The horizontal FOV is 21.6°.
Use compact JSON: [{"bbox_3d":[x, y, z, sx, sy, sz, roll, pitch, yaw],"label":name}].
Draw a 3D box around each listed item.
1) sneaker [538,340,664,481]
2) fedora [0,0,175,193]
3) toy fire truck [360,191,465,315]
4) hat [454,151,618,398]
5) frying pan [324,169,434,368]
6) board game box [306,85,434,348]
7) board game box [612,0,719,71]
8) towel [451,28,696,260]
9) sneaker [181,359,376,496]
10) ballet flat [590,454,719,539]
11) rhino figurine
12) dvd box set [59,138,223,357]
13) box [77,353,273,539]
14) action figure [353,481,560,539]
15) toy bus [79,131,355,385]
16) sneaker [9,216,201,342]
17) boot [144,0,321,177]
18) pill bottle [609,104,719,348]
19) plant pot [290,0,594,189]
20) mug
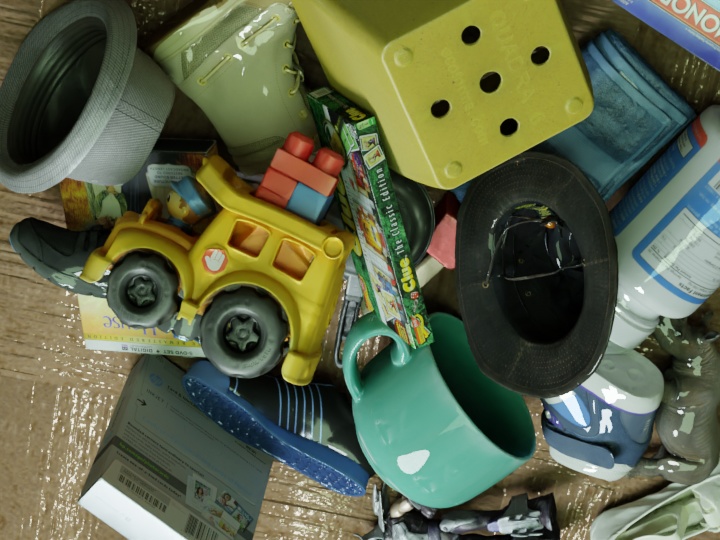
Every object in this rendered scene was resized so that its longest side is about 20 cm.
[{"bbox_3d":[0.168,0.106,1.667,0.199,0.080,0.147,34,135,19],"label":"sneaker"},{"bbox_3d":[-0.218,-0.132,1.543,0.090,0.199,0.178,27,75,-32],"label":"fedora"},{"bbox_3d":[-0.005,0.001,1.656,0.140,0.049,0.201,28,115,-10],"label":"toy fire truck"},{"bbox_3d":[0.163,0.002,1.557,0.080,0.201,0.202,-2,127,-44],"label":"hat"},{"bbox_3d":[-0.014,-0.010,1.609,0.114,0.031,0.191,31,111,-10],"label":"frying pan"},{"bbox_3d":[0.008,-0.043,1.518,0.023,0.105,0.202,-22,115,-13],"label":"board game box"},{"bbox_3d":[0.274,-0.254,1.522,0.199,0.029,0.135,30,114,-11],"label":"board game box"},{"bbox_3d":[0.176,-0.102,1.593,0.111,0.049,0.200,40,113,-14],"label":"towel"},{"bbox_3d":[-0.065,0.125,1.708,0.199,0.078,0.070,33,151,-12],"label":"sneaker"},{"bbox_3d":[0.304,0.224,1.739,0.199,0.070,0.070,-28,112,16],"label":"ballet flat"},{"bbox_3d":[0.284,0.107,1.685,0.086,0.060,0.202,3,115,7],"label":"rhino figurine"},{"bbox_3d":[-0.186,-0.020,1.654,0.145,0.029,0.202,4,118,15],"label":"dvd box set"},{"bbox_3d":[-0.156,0.177,1.668,0.155,0.201,0.041,38,119,-15],"label":"box"},{"bbox_3d":[0.087,0.248,1.765,0.198,0.070,0.131,-8,121,11],"label":"action figure"},{"bbox_3d":[-0.098,-0.027,1.499,0.198,0.136,0.194,24,98,3],"label":"toy bus"},{"bbox_3d":[-0.202,-0.012,1.614,0.198,0.073,0.083,21,103,1],"label":"sneaker"},{"bbox_3d":[-0.059,-0.177,1.556,0.199,0.073,0.156,-30,111,19],"label":"boot"},{"bbox_3d":[0.269,-0.032,1.587,0.112,0.113,0.200,36,115,-14],"label":"pill bottle"},{"bbox_3d":[0.072,-0.180,1.447,0.199,0.177,0.201,-27,123,0],"label":"plant pot"},{"bbox_3d":[0.055,0.118,1.660,0.114,0.152,0.186,-37,87,22],"label":"mug"}]
